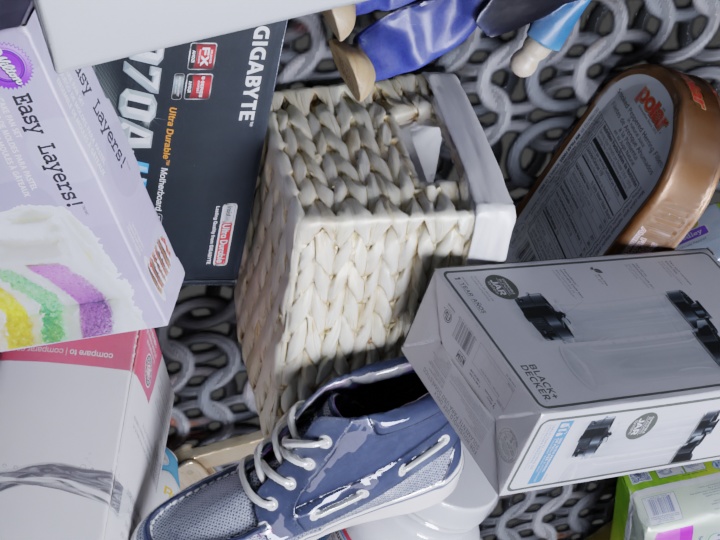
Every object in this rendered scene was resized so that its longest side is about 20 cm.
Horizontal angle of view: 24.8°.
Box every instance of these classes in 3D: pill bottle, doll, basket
[{"bbox_3d":[0.018,0.206,1.182,0.108,0.109,0.200,11,127,-29],"label":"pill bottle"},{"bbox_3d":[0.077,-0.160,0.895,0.199,0.049,0.137,-24,128,-6],"label":"doll"},{"bbox_3d":[0.000,0.000,0.959,0.123,0.136,0.201,-4,133,-14],"label":"basket"}]

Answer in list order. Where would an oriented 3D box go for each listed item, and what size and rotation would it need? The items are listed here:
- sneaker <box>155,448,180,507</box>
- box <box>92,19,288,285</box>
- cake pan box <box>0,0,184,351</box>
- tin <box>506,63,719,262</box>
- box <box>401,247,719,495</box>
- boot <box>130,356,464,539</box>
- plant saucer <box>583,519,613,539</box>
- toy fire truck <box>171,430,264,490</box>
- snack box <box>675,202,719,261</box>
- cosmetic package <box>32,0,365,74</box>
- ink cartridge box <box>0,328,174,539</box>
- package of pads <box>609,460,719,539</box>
[{"bbox_3d":[-0.215,0.146,1.063,0.199,0.081,0.077,6,142,2],"label":"sneaker"},{"bbox_3d":[-0.133,-0.078,0.896,0.158,0.046,0.200,-1,132,-18],"label":"box"},{"bbox_3d":[-0.209,-0.045,0.840,0.183,0.052,0.200,-9,127,13],"label":"cake pan box"},{"bbox_3d":[0.147,-0.035,0.996,0.042,0.112,0.200,13,126,-30],"label":"tin"},{"bbox_3d":[0.138,0.050,0.891,0.199,0.117,0.060,-5,133,-33],"label":"box"},{"bbox_3d":[-0.039,0.107,0.910,0.199,0.073,0.091,-20,137,-13],"label":"boot"},{"bbox_3d":[0.260,0.240,1.349,0.200,0.049,0.200,-39,133,18],"label":"plant saucer"},{"bbox_3d":[-0.108,0.159,1.132,0.199,0.049,0.141,-4,133,-16],"label":"toy fire truck"},{"bbox_3d":[0.178,0.052,1.134,0.199,0.053,0.142,-24,134,3],"label":"snack box"},{"bbox_3d":[-0.059,-0.206,0.691,0.199,0.200,0.123,-13,135,-8],"label":"cosmetic package"},{"bbox_3d":[-0.168,0.132,0.942,0.082,0.201,0.147,6,154,3],"label":"ink cartridge box"},{"bbox_3d":[0.269,0.217,1.248,0.154,0.068,0.200,-12,136,-9],"label":"package of pads"}]
